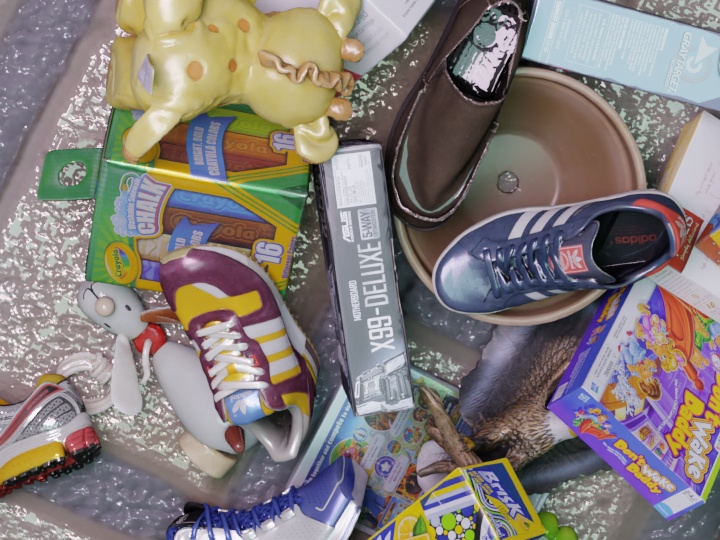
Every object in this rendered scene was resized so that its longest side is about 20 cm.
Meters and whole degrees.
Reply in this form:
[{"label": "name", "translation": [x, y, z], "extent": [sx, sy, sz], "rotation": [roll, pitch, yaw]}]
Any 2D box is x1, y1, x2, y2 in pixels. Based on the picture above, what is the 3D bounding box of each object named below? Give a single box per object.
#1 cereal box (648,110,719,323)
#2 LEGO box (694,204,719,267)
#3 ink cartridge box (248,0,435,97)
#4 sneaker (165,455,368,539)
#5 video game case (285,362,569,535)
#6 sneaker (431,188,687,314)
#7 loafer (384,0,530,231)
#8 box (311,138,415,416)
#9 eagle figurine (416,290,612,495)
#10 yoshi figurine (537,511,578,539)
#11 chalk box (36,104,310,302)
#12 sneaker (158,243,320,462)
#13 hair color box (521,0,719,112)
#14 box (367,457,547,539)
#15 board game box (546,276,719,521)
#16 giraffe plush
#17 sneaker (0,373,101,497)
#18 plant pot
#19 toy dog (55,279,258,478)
[{"label": "cereal box", "translation": [0.322, -0.017, 1.625], "extent": [0.199, 0.040, 0.144], "rotation": [31, 64, -10]}, {"label": "LEGO box", "translation": [0.383, -0.018, 1.583], "extent": [0.200, 0.077, 0.149], "rotation": [40, 60, -5]}, {"label": "ink cartridge box", "translation": [-0.053, -0.236, 1.529], "extent": [0.200, 0.145, 0.084], "rotation": [42, 57, -10]}, {"label": "sneaker", "translation": [-0.091, 0.219, 1.645], "extent": [0.115, 0.081, 0.200], "rotation": [38, 108, -9]}, {"label": "video game case", "translation": [0.057, 0.164, 1.686], "extent": [0.199, 0.018, 0.144], "rotation": [26, 98, -9]}, {"label": "sneaker", "translation": [0.148, -0.012, 1.525], "extent": [0.199, 0.085, 0.075], "rotation": [-19, 102, 7]}, {"label": "loafer", "translation": [0.070, -0.125, 1.512], "extent": [0.073, 0.071, 0.201], "rotation": [18, 98, -5]}, {"label": "box", "translation": [0.000, 0.000, 1.569], "extent": [0.049, 0.158, 0.201], "rotation": [-8, 96, -3]}, {"label": "eagle figurine", "translation": [0.146, 0.116, 1.631], "extent": [0.150, 0.200, 0.152], "rotation": [26, 136, 30]}, {"label": "yoshi figurine", "translation": [0.098, 0.274, 1.619], "extent": [0.112, 0.112, 0.200], "rotation": [12, 131, -31]}, {"label": "chalk box", "translation": [-0.143, -0.066, 1.552], "extent": [0.199, 0.125, 0.124], "rotation": [10, 131, -7]}, {"label": "sneaker", "translation": [-0.088, 0.062, 1.522], "extent": [0.075, 0.091, 0.200], "rotation": [-16, 138, 24]}, {"label": "hair color box", "translation": [0.219, -0.172, 1.591], "extent": [0.199, 0.099, 0.061], "rotation": [14, 99, -7]}, {"label": "box", "translation": [0.046, 0.226, 1.562], "extent": [0.200, 0.064, 0.070], "rotation": [-42, 66, 33]}, {"label": "board game box", "translation": [0.241, 0.077, 1.601], "extent": [0.134, 0.200, 0.045], "rotation": [42, 137, -11]}, {"label": "giraffe plush", "translation": [-0.084, -0.160, 1.452], "extent": [0.161, 0.200, 0.173], "rotation": [7, 123, -17]}, {"label": "sneaker", "translation": [-0.305, 0.143, 1.631], "extent": [0.199, 0.078, 0.083], "rotation": [-21, 77, 9]}, {"label": "plant pot", "translation": [0.121, -0.063, 1.607], "extent": [0.199, 0.093, 0.202], "rotation": [0, 99, -3]}, {"label": "toy dog", "translation": [-0.145, 0.088, 1.616], "extent": [0.199, 0.096, 0.133], "rotation": [22, 98, -8]}]
